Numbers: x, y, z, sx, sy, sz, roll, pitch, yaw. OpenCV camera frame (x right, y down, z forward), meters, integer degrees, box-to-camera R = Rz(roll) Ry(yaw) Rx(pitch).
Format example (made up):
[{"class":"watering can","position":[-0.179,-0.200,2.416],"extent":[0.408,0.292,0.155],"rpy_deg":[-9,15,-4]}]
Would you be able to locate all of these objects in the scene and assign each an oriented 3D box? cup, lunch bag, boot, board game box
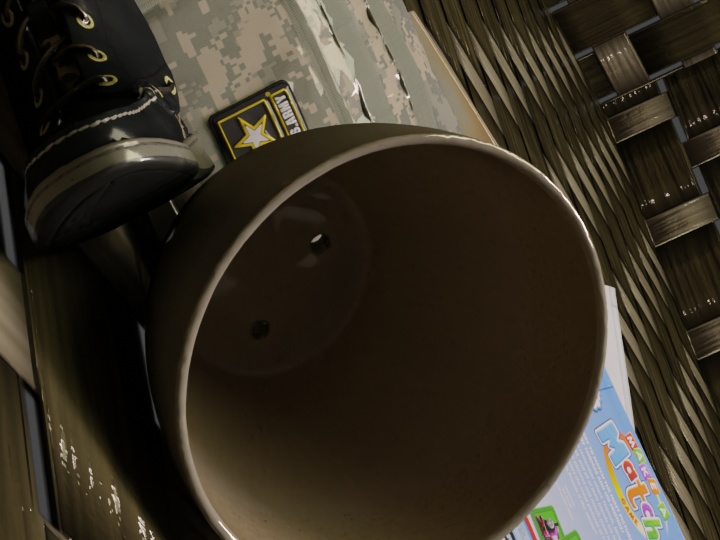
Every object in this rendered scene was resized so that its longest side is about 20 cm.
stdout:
[{"class":"cup","position":[-0.013,0.020,1.037],"extent":[0.201,0.200,0.143],"rpy_deg":[59,-12,-29]},{"class":"lunch bag","position":[-0.050,-0.079,1.169],"extent":[0.200,0.117,0.165],"rpy_deg":[-43,112,-54]},{"class":"boot","position":[-0.126,-0.092,0.978],"extent":[0.154,0.073,0.204],"rpy_deg":[63,5,-1]},{"class":"board game box","position":[0.099,0.114,1.361],"extent":[0.200,0.037,0.152],"rpy_deg":[-11,73,-54]}]

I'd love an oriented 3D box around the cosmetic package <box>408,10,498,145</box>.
[{"class":"cosmetic package","position":[0.042,-0.048,1.498],"extent":[0.201,0.071,0.105],"rpy_deg":[57,-27,7]}]

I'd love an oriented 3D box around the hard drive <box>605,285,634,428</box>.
[{"class":"hard drive","position":[0.152,0.125,1.659],"extent":[0.027,0.132,0.201],"rpy_deg":[13,44,-15]}]
